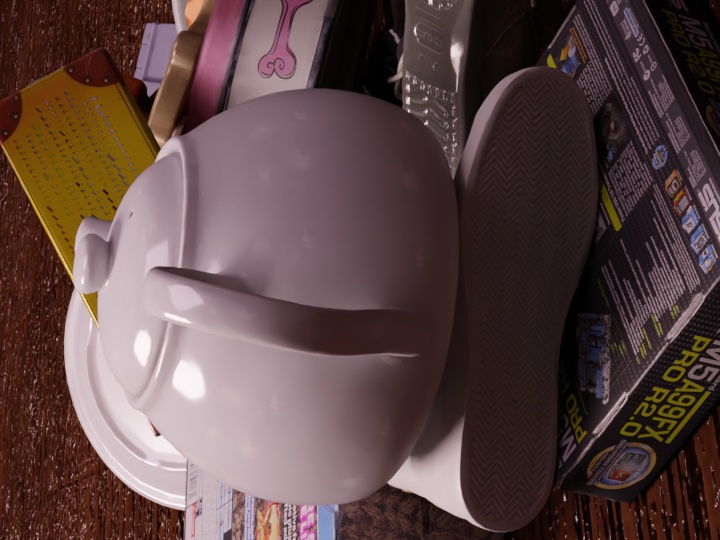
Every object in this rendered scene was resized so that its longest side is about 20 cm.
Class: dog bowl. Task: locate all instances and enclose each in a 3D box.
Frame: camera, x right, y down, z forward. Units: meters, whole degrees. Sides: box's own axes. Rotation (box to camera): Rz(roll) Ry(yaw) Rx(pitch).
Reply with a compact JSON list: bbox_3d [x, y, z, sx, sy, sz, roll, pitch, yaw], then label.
[{"bbox_3d":[-0.047,-0.113,1.025,0.200,0.073,0.202,15,-90,-86],"label":"dog bowl"}]

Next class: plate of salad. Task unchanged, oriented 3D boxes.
[{"bbox_3d":[-0.114,0.059,1.147,0.199,0.048,0.202,4,97,30],"label":"plate of salad"}]

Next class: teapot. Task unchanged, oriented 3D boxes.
[{"bbox_3d":[-0.052,0.007,0.749,0.200,0.145,0.198,120,152,-46],"label":"teapot"}]

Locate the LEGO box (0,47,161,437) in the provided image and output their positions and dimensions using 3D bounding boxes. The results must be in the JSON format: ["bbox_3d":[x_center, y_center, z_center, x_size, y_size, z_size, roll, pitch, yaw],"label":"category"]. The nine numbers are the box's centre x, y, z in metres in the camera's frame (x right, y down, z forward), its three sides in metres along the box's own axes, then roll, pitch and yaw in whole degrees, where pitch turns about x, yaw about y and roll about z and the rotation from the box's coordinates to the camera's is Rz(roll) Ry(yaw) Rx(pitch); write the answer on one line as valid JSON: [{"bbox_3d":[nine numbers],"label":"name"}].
[{"bbox_3d":[-0.127,-0.013,0.984,0.201,0.077,0.149,62,176,2],"label":"LEGO box"}]

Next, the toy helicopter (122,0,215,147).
[{"bbox_3d":[-0.097,-0.154,1.141,0.132,0.078,0.201,-13,-56,-82],"label":"toy helicopter"}]

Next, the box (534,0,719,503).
[{"bbox_3d":[0.119,-0.024,0.776,0.161,0.044,0.201,-59,30,35],"label":"box"}]

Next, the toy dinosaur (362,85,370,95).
[{"bbox_3d":[0.000,0.000,1.001,0.201,0.076,0.103,104,177,-52],"label":"toy dinosaur"}]

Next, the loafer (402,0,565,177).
[{"bbox_3d":[0.062,-0.144,0.861,0.075,0.069,0.201,43,141,42],"label":"loafer"}]

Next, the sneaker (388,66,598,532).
[{"bbox_3d":[0.044,0.009,0.782,0.115,0.073,0.202,5,86,62],"label":"sneaker"}]

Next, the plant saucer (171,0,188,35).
[{"bbox_3d":[-0.066,-0.208,1.203,0.200,0.050,0.202,13,106,55],"label":"plant saucer"}]

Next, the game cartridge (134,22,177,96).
[{"bbox_3d":[-0.152,-0.138,1.408,0.200,0.038,0.131,18,92,65],"label":"game cartridge"}]

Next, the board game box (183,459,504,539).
[{"bbox_3d":[-0.015,0.142,0.918,0.200,0.096,0.161,-38,46,54],"label":"board game box"}]

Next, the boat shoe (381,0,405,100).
[{"bbox_3d":[0.040,-0.128,0.966,0.074,0.060,0.202,-35,48,56],"label":"boat shoe"}]
